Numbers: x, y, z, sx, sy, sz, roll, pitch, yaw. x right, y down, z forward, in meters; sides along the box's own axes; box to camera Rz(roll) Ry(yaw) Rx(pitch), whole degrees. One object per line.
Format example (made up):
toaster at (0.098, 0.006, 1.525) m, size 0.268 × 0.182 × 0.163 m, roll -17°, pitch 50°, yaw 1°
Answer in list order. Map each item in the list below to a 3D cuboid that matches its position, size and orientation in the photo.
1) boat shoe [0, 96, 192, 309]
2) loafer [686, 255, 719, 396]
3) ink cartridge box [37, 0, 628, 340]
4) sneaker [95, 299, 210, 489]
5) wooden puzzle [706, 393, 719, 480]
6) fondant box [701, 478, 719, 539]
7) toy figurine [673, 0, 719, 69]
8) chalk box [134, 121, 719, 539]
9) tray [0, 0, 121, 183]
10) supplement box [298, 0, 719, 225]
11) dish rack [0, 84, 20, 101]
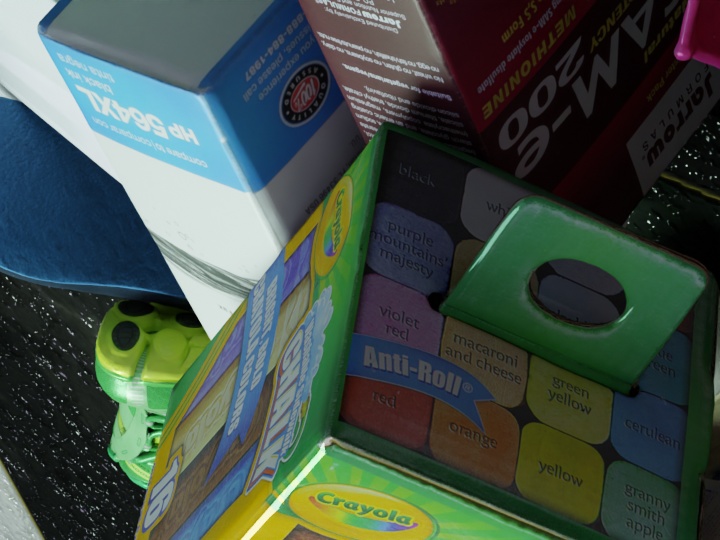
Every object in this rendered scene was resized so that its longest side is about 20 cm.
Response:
boat shoe at (-0.127, -0.020, 1.264) m, size 0.200 × 0.084 × 0.069 m, roll 26°, pitch 168°, yaw -34°
loafer at (0.081, 0.049, 1.134) m, size 0.200 × 0.063 × 0.072 m, roll 119°, pitch 131°, yaw -66°
ink cartridge box at (-0.001, -0.048, 1.004) m, size 0.084 × 0.146 × 0.200 m, roll 21°, pitch 150°, yaw 37°
sneaker at (-0.075, 0.062, 1.335) m, size 0.074 × 0.084 × 0.200 m, roll 18°, pitch 177°, yaw 11°
wooden puzzle at (0.199, 0.112, 1.108) m, size 0.200 × 0.046 × 0.185 m, roll 41°, pitch 157°, yaw -1°
fondant box at (0.091, 0.137, 0.898) m, size 0.058 × 0.144 × 0.200 m, roll 37°, pitch 175°, yaw -4°
toy figurine at (0.157, -0.029, 0.792) m, size 0.184 × 0.150 × 0.200 m, roll 53°, pitch -169°, yaw -2°
chalk box at (0.026, 0.052, 0.891) m, size 0.124 × 0.124 × 0.200 m, roll 24°, pitch 139°, yaw -15°
tray at (-0.147, -0.112, 1.170) m, size 0.200 × 0.022 × 0.107 m, roll 39°, pitch 157°, yaw 5°
supplement box at (0.039, -0.097, 0.904) m, size 0.061 × 0.109 × 0.200 m, roll 20°, pitch 150°, yaw 38°
dish rack at (-0.140, -0.138, 1.197) m, size 0.172 × 0.044 × 0.200 m, roll 48°, pitch 156°, yaw -18°
